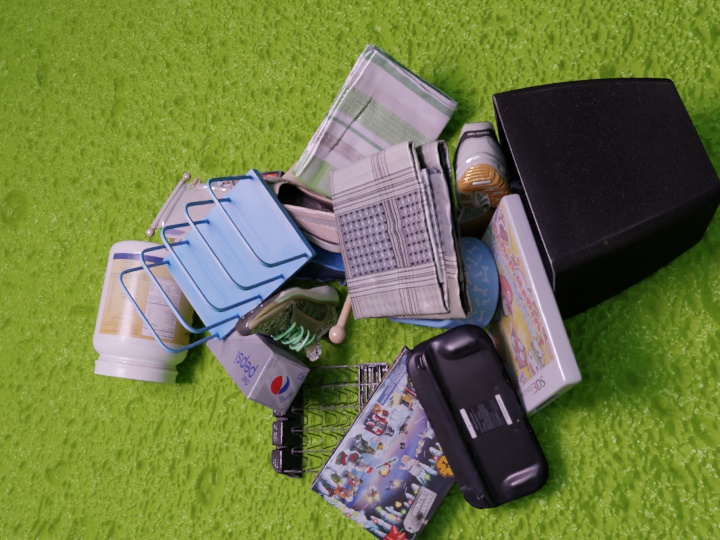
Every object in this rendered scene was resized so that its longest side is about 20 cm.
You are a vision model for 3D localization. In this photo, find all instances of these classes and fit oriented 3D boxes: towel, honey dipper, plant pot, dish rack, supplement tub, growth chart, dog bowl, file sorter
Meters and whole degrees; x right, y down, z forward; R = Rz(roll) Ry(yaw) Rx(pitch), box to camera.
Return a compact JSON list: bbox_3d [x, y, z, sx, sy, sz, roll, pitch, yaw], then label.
[{"bbox_3d":[0.036,-0.038,0.779,0.199,0.034,0.196,-7,92,51],"label":"towel"},{"bbox_3d":[0.000,0.000,0.889,0.038,0.038,0.202,10,69,32],"label":"honey dipper"},{"bbox_3d":[0.258,-0.086,0.724,0.175,0.200,0.202,-19,67,11],"label":"plant pot"},{"bbox_3d":[-0.033,0.196,0.902,0.197,0.054,0.156,-8,75,27],"label":"dish rack"},{"bbox_3d":[-0.331,0.067,1.059,0.142,0.144,0.204,1,78,31],"label":"supplement tub"},{"bbox_3d":[-0.227,-0.074,1.008,0.198,0.018,0.146,16,62,28],"label":"growth chart"},{"bbox_3d":[0.019,-0.171,0.902,0.201,0.148,0.031,-55,18,18],"label":"towel"},{"bbox_3d":[0.082,0.017,0.825,0.199,0.049,0.114,2,93,59],"label":"dog bowl"},{"bbox_3d":[-0.186,-0.008,0.869,0.199,0.122,0.140,-40,83,23],"label":"file sorter"}]

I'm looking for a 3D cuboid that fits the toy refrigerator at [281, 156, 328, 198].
[{"bbox_3d":[-0.016,-0.163,0.975,0.200,0.070,0.076,-45,67,14],"label":"toy refrigerator"}]

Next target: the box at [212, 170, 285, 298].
[{"bbox_3d":[-0.176,-0.046,1.047,0.135,0.040,0.204,-1,77,31],"label":"box"}]

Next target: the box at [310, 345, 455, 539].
[{"bbox_3d":[0.051,0.212,0.809,0.136,0.040,0.201,34,91,2],"label":"box"}]

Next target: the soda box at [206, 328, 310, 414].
[{"bbox_3d":[-0.145,0.117,0.934,0.069,0.063,0.199,-60,31,0],"label":"soda box"}]

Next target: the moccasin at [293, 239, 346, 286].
[{"bbox_3d":[-0.056,-0.024,0.954,0.196,0.068,0.082,7,65,7],"label":"moccasin"}]

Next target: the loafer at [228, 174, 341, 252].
[{"bbox_3d":[-0.090,-0.093,0.915,0.198,0.063,0.072,25,49,16],"label":"loafer"}]

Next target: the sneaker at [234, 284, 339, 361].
[{"bbox_3d":[-0.077,0.073,0.884,0.076,0.199,0.090,-33,77,31],"label":"sneaker"}]

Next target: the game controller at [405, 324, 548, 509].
[{"bbox_3d":[0.129,0.164,0.761,0.103,0.042,0.202,-25,90,10],"label":"game controller"}]

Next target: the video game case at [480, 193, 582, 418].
[{"bbox_3d":[0.171,0.048,0.752,0.022,0.183,0.203,-10,68,-8],"label":"video game case"}]

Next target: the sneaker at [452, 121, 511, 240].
[{"bbox_3d":[0.144,-0.097,0.792,0.074,0.200,0.089,-3,69,6],"label":"sneaker"}]
